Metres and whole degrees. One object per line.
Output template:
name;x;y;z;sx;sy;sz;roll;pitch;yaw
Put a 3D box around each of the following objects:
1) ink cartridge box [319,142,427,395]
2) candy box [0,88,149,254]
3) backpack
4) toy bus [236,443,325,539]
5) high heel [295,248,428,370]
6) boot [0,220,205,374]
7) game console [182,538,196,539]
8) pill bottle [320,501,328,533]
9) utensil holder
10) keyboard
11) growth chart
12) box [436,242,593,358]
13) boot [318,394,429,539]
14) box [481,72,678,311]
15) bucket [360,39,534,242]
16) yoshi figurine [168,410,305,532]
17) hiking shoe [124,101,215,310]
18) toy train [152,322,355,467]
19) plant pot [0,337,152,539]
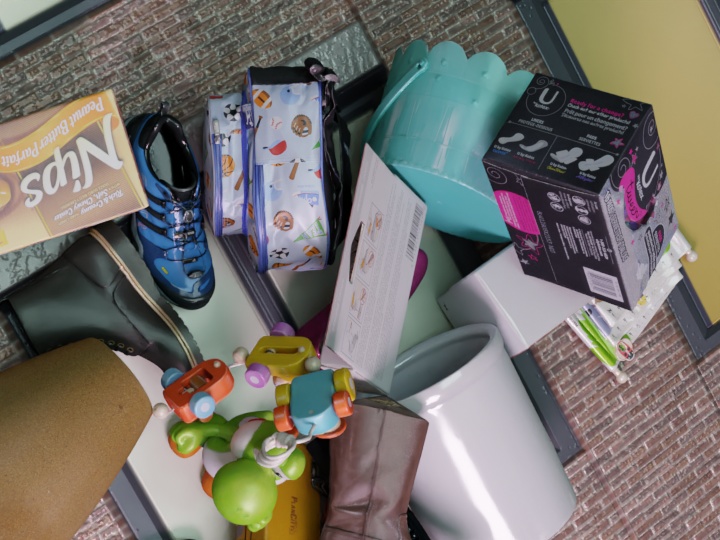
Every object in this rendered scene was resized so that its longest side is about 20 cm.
ink cartridge box;0.000;0.000;1.659;0.176;0.044;0.202;41;57;-61
candy box;-0.309;-0.084;1.615;0.198;0.055;0.116;-18;94;-10
backpack;-0.079;-0.092;1.678;0.153;0.200;0.192;-11;83;0
toy bus;-0.081;0.265;1.684;0.065;0.078;0.201;19;50;-24
high heel;0.006;0.036;1.756;0.199;0.096;0.068;-31;99;-23
boot;-0.242;0.071;1.660;0.138;0.077;0.201;-35;90;-17
game console;-0.206;0.361;1.623;0.199;0.118;0.174;-12;92;-26
pill bottle;-0.014;0.328;1.708;0.106;0.106;0.201;22;59;-22
utensil holder;0.109;0.181;1.758;0.169;0.170;0.201;-34;103;-23
keyboard;0.025;0.238;1.694;0.104;0.040;0.201;-15;64;-52
growth chart;0.294;0.005;1.937;0.145;0.018;0.201;42;70;-16
box;0.198;0.003;1.822;0.199;0.124;0.098;-34;87;-22
boot;0.051;0.221;1.633;0.185;0.064;0.202;10;79;-4
box;0.217;-0.075;1.656;0.115;0.131;0.200;-58;148;-21
bucket;0.101;-0.127;1.758;0.206;0.207;0.136;28;74;-21
yoshi figurine;-0.123;0.189;1.628;0.111;0.200;0.113;2;86;-26
hiking shoe;-0.186;-0.058;1.678;0.074;0.087;0.202;-20;94;-24
toy train;-0.088;0.124;1.563;0.150;0.199;0.056;-38;128;-21
plant pot;-0.291;0.159;1.561;0.200;0.186;0.187;-40;103;-23
